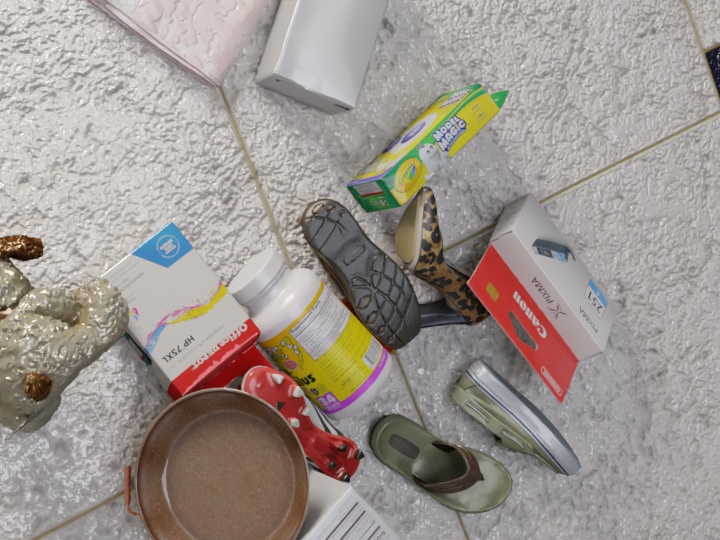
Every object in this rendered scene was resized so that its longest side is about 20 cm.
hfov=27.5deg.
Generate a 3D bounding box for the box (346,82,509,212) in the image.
[{"bbox_3d":[0.083,-0.153,1.748,0.200,0.117,0.049,-43,103,-18],"label":"box"}]

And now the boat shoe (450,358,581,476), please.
[{"bbox_3d":[0.193,0.193,1.834,0.062,0.072,0.200,-44,104,9],"label":"boat shoe"}]

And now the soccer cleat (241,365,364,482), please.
[{"bbox_3d":[-0.076,0.174,1.682,0.200,0.085,0.069,43,75,-33],"label":"soccer cleat"}]

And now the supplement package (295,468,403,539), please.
[{"bbox_3d":[-0.061,0.319,1.643,0.111,0.200,0.156,47,75,-16],"label":"supplement package"}]

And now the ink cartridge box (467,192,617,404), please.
[{"bbox_3d":[0.228,0.032,1.806,0.201,0.044,0.177,51,38,-16],"label":"ink cartridge box"}]

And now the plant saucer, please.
[{"bbox_3d":[-0.145,0.226,1.576,0.197,0.037,0.204,0,89,13],"label":"plant saucer"}]

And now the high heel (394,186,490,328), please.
[{"bbox_3d":[0.114,-0.020,1.760,0.141,0.072,0.202,-8,126,-18],"label":"high heel"}]

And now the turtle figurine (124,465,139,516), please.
[{"bbox_3d":[-0.167,0.203,1.659,0.160,0.064,0.202,26,78,-11],"label":"turtle figurine"}]

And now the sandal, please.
[{"bbox_3d":[0.100,0.241,1.790,0.199,0.057,0.081,27,80,-21],"label":"sandal"}]

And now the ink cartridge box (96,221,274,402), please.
[{"bbox_3d":[-0.192,0.063,1.627,0.116,0.067,0.201,-39,86,-18],"label":"ink cartridge box"}]

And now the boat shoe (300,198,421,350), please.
[{"bbox_3d":[0.000,0.000,1.734,0.075,0.074,0.201,-35,98,-9],"label":"boat shoe"}]

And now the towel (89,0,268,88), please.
[{"bbox_3d":[-0.190,-0.343,1.675,0.190,0.032,0.202,33,79,-20],"label":"towel"}]

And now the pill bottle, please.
[{"bbox_3d":[-0.060,0.070,1.694,0.200,0.104,0.104,47,74,-16],"label":"pill bottle"}]

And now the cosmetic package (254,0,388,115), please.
[{"bbox_3d":[-0.037,-0.295,1.716,0.112,0.081,0.202,22,83,-22],"label":"cosmetic package"}]

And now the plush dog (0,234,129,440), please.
[{"bbox_3d":[-0.366,0.061,1.525,0.172,0.160,0.200,44,102,4],"label":"plush dog"}]
